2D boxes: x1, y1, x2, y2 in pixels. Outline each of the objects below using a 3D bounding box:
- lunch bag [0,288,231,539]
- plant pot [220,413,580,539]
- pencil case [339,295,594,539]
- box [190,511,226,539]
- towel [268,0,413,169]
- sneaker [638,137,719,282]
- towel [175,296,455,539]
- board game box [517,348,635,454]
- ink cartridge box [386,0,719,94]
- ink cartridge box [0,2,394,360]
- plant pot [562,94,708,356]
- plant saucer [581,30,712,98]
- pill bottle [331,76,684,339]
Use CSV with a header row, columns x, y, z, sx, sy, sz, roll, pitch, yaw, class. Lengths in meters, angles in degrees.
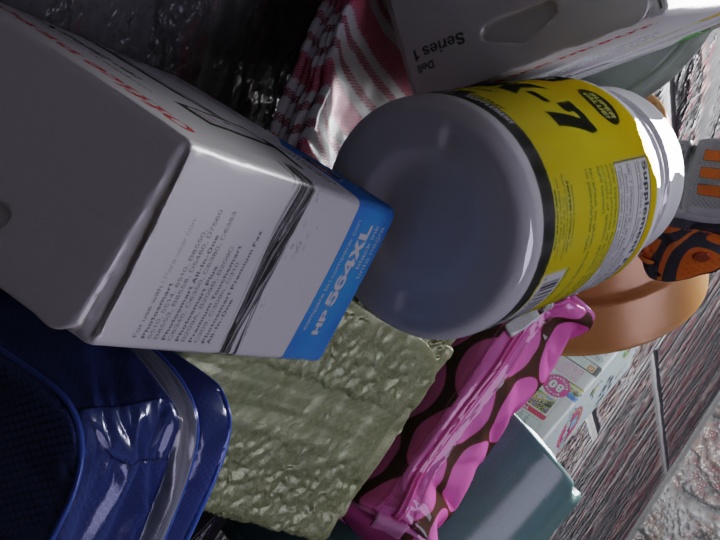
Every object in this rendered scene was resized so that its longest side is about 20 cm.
x,y,z,sx,sy,sz,roll,pitch,yaw,class
-0.152,0.097,0.693,0.132,0.135,0.201,4,116,-63,lunch bag
0.034,0.171,1.067,0.196,0.200,0.200,-43,157,-6,plant pot
0.062,0.084,0.953,0.201,0.091,0.094,-56,-166,-12,pencil case
-0.153,0.204,0.921,0.200,0.036,0.143,-46,173,-34,box
0.025,-0.086,0.822,0.146,0.030,0.201,47,50,-39,towel
0.171,-0.041,1.016,0.112,0.198,0.078,71,38,-60,sneaker
-0.042,0.068,0.821,0.199,0.036,0.149,22,103,-49,towel
0.116,0.079,1.255,0.200,0.147,0.065,-42,156,-36,board game box
0.123,-0.156,0.830,0.200,0.144,0.085,-18,91,-57,ink cartridge box
-0.093,-0.035,0.638,0.085,0.145,0.200,-60,159,6,ink cartridge box
0.159,-0.052,1.141,0.200,0.199,0.141,-39,135,-41,plant pot
0.159,-0.204,0.976,0.050,0.200,0.201,13,111,-30,plant saucer
0.082,-0.039,0.778,0.199,0.114,0.115,-16,134,-55,pill bottle
